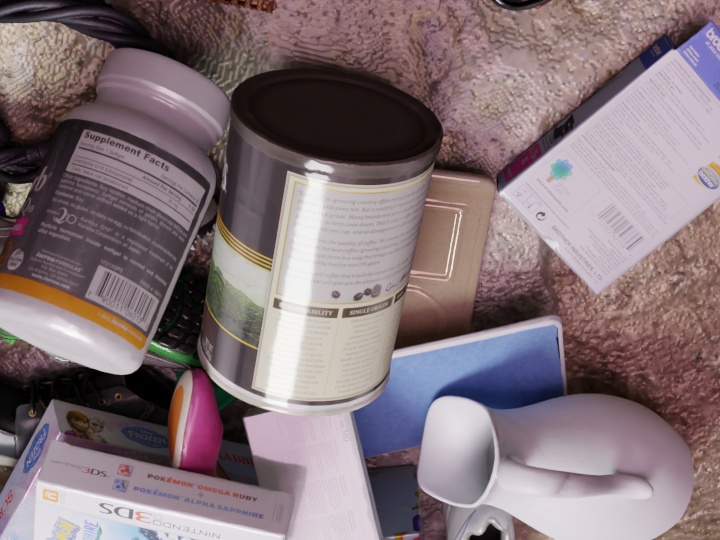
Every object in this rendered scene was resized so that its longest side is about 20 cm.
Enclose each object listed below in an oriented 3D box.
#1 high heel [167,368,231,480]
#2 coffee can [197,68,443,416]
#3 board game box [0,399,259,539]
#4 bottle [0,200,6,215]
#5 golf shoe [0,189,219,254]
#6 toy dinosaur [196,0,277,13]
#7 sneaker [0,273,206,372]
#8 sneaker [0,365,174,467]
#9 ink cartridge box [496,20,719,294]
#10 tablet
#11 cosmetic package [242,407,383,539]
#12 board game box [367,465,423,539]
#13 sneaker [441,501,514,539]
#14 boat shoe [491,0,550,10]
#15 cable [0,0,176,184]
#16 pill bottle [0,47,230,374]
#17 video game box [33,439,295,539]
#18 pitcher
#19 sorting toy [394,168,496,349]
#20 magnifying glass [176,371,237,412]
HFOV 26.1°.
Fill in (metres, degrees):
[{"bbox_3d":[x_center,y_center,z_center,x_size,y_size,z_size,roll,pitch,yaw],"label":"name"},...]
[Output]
[{"bbox_3d":[-0.096,0.153,1.165,0.095,0.067,0.201,-1,122,-11],"label":"high heel"},{"bbox_3d":[-0.032,-0.020,1.094,0.145,0.147,0.201,8,119,-5],"label":"coffee can"},{"bbox_3d":[-0.194,0.209,1.242,0.199,0.041,0.200,16,118,-31],"label":"board game box"},{"bbox_3d":[-0.360,-0.077,1.148,0.200,0.065,0.083,42,109,-18],"label":"bottle"},{"bbox_3d":[-0.191,-0.037,1.140,0.199,0.078,0.095,-20,92,-31],"label":"golf shoe"},{"bbox_3d":[-0.144,-0.250,1.074,0.199,0.103,0.136,21,130,-30],"label":"toy dinosaur"},{"bbox_3d":[-0.192,0.039,1.202,0.199,0.078,0.086,17,133,9],"label":"sneaker"},{"bbox_3d":[-0.244,0.102,1.231,0.199,0.075,0.107,24,116,-23],"label":"sneaker"},{"bbox_3d":[0.215,-0.087,1.169,0.200,0.042,0.119,-39,110,19],"label":"ink cartridge box"},{"bbox_3d":[0.066,0.095,1.237,0.199,0.014,0.131,-12,139,1],"label":"tablet"},{"bbox_3d":[-0.026,0.196,1.189,0.082,0.051,0.201,-13,93,4],"label":"cosmetic package"},{"bbox_3d":[0.007,0.280,1.302,0.104,0.103,0.201,-6,115,2],"label":"board game box"},{"bbox_3d":[0.097,0.261,1.304,0.074,0.087,0.201,-5,116,-1],"label":"sneaker"},{"bbox_3d":[0.163,-0.257,1.077,0.201,0.063,0.074,-43,106,15],"label":"boat shoe"},{"bbox_3d":[-0.226,-0.130,1.134,0.199,0.051,0.164,22,113,-12],"label":"cable"},{"bbox_3d":[-0.166,-0.041,1.053,0.116,0.116,0.201,24,75,-12],"label":"pill bottle"},{"bbox_3d":[-0.153,0.224,1.157,0.181,0.047,0.201,14,131,1],"label":"video game box"},{"bbox_3d":[0.168,0.157,1.198,0.199,0.171,0.122,11,93,-24],"label":"pitcher"},{"bbox_3d":[0.000,0.000,1.212,0.184,0.037,0.201,7,120,-4],"label":"sorting toy"},{"bbox_3d":[-0.129,0.106,1.250,0.079,0.022,0.201,35,121,22],"label":"magnifying glass"}]
